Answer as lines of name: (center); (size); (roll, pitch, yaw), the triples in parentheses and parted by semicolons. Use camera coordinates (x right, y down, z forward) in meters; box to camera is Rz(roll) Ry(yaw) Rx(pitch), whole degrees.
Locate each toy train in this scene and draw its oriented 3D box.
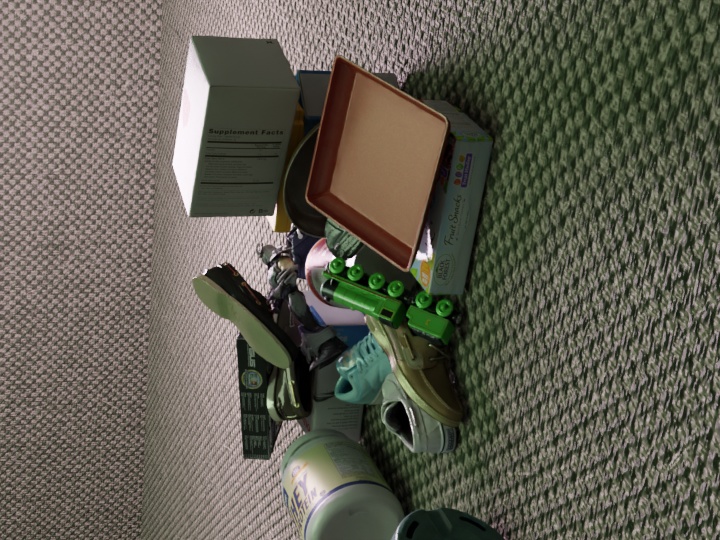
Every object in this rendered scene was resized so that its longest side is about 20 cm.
toy train: (0.033, 0.039, 1.517); (0.057, 0.199, 0.042); (-63, -28, -12)

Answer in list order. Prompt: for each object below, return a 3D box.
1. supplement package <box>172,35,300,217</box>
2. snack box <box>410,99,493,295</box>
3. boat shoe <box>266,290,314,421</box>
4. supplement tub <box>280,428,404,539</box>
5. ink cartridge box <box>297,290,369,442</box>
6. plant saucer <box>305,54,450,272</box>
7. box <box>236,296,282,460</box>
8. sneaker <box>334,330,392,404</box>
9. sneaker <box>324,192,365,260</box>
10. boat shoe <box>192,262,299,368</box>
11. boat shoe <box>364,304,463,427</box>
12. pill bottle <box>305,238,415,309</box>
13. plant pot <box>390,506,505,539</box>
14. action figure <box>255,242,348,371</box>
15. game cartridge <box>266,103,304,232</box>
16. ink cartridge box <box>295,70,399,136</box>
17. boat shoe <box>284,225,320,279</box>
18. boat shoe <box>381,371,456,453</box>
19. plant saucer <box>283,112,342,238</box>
supplement package: (-0.163, -0.183, 1.554); (0.122, 0.119, 0.201); (-114, 31, -45)
snack box: (0.096, -0.091, 1.478); (0.142, 0.053, 0.201); (-123, 37, -58)
boat shoe: (-0.094, 0.122, 1.787); (0.059, 0.072, 0.202); (-7, 67, 29)
supplement tub: (-0.032, 0.329, 1.743); (0.200, 0.144, 0.146); (-132, 44, -62)
ink cartridge box: (-0.050, 0.148, 1.876); (0.145, 0.083, 0.202); (-134, 46, -61)
plant saucer: (0.025, -0.131, 1.454); (0.200, 0.037, 0.201); (36, 125, 37)
box: (-0.148, 0.161, 1.845); (0.160, 0.044, 0.202); (-74, -16, -68)
sneaker: (0.011, 0.128, 1.700); (0.201, 0.081, 0.074); (108, 152, -44)
sneaker: (0.033, -0.104, 1.570); (0.075, 0.115, 0.201); (36, 114, 30)
boat shoe: (-0.153, 0.059, 1.718); (0.201, 0.063, 0.074); (40, 145, 28)
boat shoe: (0.076, 0.106, 1.519); (0.065, 0.071, 0.200); (-45, 59, 18)
pill bottle: (0.000, 0.000, 1.679); (0.200, 0.109, 0.111); (180, 89, -71)
plant pot: (0.080, 0.390, 1.379); (0.201, 0.199, 0.197); (-117, 39, -51)
action figure: (-0.094, 0.044, 1.723); (0.201, 0.069, 0.130); (58, 173, 8)
game cartridge: (-0.121, -0.175, 1.655); (0.200, 0.032, 0.177); (-122, 36, -52)
ink cartridge box: (-0.037, -0.184, 1.696); (0.200, 0.144, 0.084); (119, 144, -56)
boat shoe: (-0.067, -0.075, 1.893); (0.075, 0.092, 0.202); (-147, 58, -67)
boat shoe: (0.059, 0.181, 1.584); (0.200, 0.065, 0.074); (-147, 54, -67)
plant saucer: (-0.020, -0.134, 1.589); (0.032, 0.199, 0.201); (45, 136, 40)
